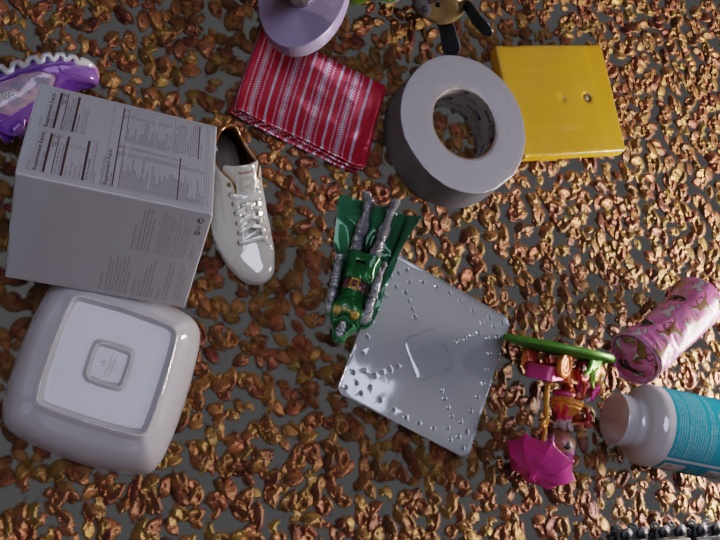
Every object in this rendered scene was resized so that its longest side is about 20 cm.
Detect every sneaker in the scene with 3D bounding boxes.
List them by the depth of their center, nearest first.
[{"bbox_3d":[-0.399,-0.195,1.010,0.196,0.080,0.091,-16,89,-20],"label":"sneaker"},{"bbox_3d":[-0.150,-0.083,1.071,0.071,0.084,0.204,-17,84,-26],"label":"sneaker"}]

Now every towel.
[{"bbox_3d":[-0.066,-0.233,1.179,0.196,0.022,0.148,23,68,-15],"label":"towel"}]

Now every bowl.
[{"bbox_3d":[-0.285,0.112,0.972,0.196,0.075,0.204,21,71,-15],"label":"bowl"}]

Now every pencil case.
[{"bbox_3d":[0.440,0.084,1.248,0.198,0.087,0.083,-31,69,-35],"label":"pencil case"}]

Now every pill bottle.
[{"bbox_3d":[0.434,0.222,1.209,0.195,0.111,0.114,14,71,-18],"label":"pill bottle"}]

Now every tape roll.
[{"bbox_3d":[0.133,-0.196,1.224,0.195,0.066,0.206,6,73,-20],"label":"tape roll"}]

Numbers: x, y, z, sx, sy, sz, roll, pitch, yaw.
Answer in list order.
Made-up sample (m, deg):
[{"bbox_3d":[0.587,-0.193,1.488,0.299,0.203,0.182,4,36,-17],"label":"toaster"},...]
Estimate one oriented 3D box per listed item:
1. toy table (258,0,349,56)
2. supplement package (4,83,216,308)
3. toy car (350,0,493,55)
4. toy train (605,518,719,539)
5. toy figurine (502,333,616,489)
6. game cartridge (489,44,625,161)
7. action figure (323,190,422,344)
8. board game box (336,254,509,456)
[{"bbox_3d":[-0.081,-0.400,1.135,0.179,0.118,0.204,-9,61,6],"label":"toy table"},{"bbox_3d":[-0.272,-0.079,0.958,0.195,0.153,0.153,11,44,-18],"label":"supplement package"},{"bbox_3d":[0.095,-0.391,1.220,0.201,0.163,0.158,49,64,-17],"label":"toy car"},{"bbox_3d":[0.424,0.375,1.209,0.195,0.034,0.047,4,87,-22],"label":"toy train"},{"bbox_3d":[0.260,0.194,1.156,0.198,0.148,0.189,15,84,-48],"label":"toy figurine"},{"bbox_3d":[0.301,-0.258,1.330,0.195,0.032,0.181,-6,78,-21],"label":"game cartridge"},{"bbox_3d":[0.000,0.000,1.116,0.115,0.055,0.204,12,71,11],"label":"action figure"},{"bbox_3d":[0.085,0.112,1.145,0.197,0.026,0.203,28,67,-13],"label":"board game box"}]
